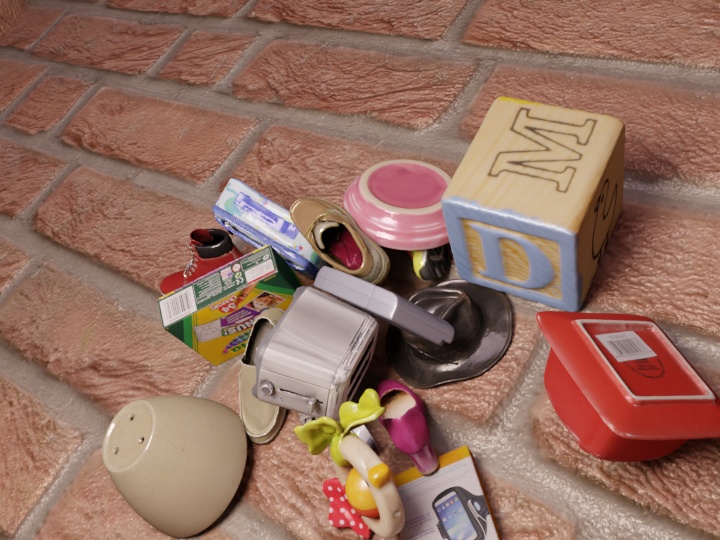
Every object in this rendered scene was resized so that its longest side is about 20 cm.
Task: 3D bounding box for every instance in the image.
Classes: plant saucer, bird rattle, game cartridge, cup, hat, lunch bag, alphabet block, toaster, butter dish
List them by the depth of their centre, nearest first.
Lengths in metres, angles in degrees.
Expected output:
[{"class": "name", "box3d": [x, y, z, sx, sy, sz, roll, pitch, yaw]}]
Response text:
[{"class": "butter dish", "box3d": [0.300, 0.157, 0.962, 0.196, 0.150, 0.201, 3, 38, -26]}, {"class": "bird rattle", "box3d": [-0.004, 0.262, 0.995, 0.111, 0.204, 0.163, -17, 26, -24]}, {"class": "game cartridge", "box3d": [0.024, 0.045, 1.114, 0.199, 0.132, 0.042, 20, 87, 54]}, {"class": "toaster", "box3d": [-0.056, 0.111, 1.122, 0.127, 0.115, 0.201, 20, 40, 10]}, {"class": "alphabet block", "box3d": [0.247, -0.094, 1.145, 0.193, 0.197, 0.202, 18, 63, 25]}, {"class": "cup", "box3d": [-0.282, 0.261, 1.163, 0.197, 0.143, 0.204, -19, 52, 26]}, {"class": "hat", "box3d": [0.116, 0.068, 1.174, 0.197, 0.081, 0.203, -16, 46, 16]}, {"class": "plant saucer", "box3d": [0.071, -0.110, 1.250, 0.196, 0.052, 0.202, 1, 39, -1]}, {"class": "lunch bag", "box3d": [-0.140, -0.066, 1.332, 0.198, 0.161, 0.083, 30, 84, 9]}]

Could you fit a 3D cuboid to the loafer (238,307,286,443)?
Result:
[{"class": "loafer", "box3d": [-0.149, 0.154, 1.214, 0.074, 0.068, 0.205, 1, 80, 20]}]

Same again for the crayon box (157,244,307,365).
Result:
[{"class": "crayon box", "box3d": [-0.188, 0.060, 1.281, 0.197, 0.173, 0.059, -26, 58, 7]}]

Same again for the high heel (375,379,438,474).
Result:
[{"class": "high heel", "box3d": [0.046, 0.180, 1.085, 0.066, 0.097, 0.201, -27, 28, 3]}]

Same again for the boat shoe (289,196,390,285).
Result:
[{"class": "boat shoe", "box3d": [-0.040, -0.053, 1.183, 0.199, 0.066, 0.075, 36, 98, 32]}]

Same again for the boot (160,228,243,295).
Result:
[{"class": "boot", "box3d": [-0.293, -0.015, 1.430, 0.196, 0.145, 0.073, -11, 49, 22]}]

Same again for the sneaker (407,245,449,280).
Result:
[{"class": "sneaker", "box3d": [0.089, -0.050, 1.300, 0.089, 0.079, 0.202, -16, 36, 16]}]

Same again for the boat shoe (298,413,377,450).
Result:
[{"class": "boat shoe", "box3d": [-0.057, 0.202, 1.162, 0.065, 0.074, 0.199, -38, 43, -13]}]

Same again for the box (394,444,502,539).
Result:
[{"class": "box", "box3d": [0.110, 0.326, 0.989, 0.117, 0.042, 0.202, -24, 47, 9]}]
